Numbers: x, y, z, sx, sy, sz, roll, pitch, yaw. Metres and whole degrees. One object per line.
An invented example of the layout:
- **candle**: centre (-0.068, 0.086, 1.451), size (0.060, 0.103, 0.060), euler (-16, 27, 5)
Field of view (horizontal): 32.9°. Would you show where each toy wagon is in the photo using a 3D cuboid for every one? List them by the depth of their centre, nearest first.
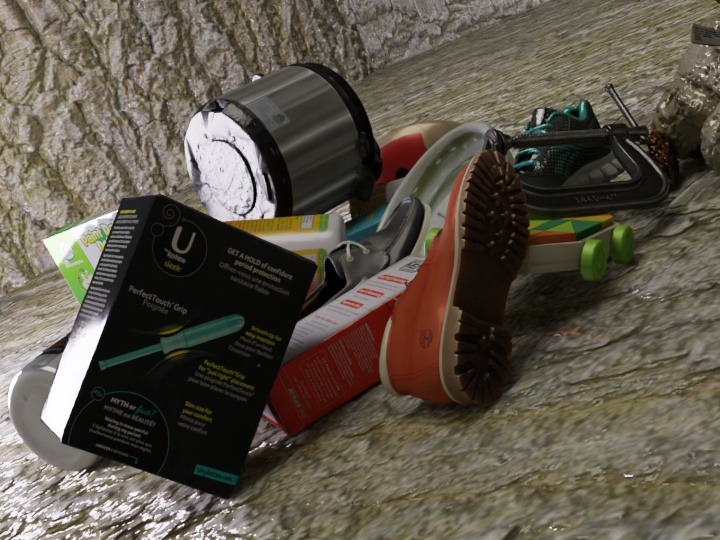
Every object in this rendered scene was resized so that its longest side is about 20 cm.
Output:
- **toy wagon**: centre (0.154, -0.029, 1.046), size (0.153, 0.040, 0.199), euler (6, 15, 31)

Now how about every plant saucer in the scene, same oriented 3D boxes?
- **plant saucer**: centre (0.086, -0.053, 1.231), size (0.200, 0.050, 0.201), euler (-45, 26, 29)

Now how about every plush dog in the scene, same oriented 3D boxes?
- **plush dog**: centre (0.340, -0.167, 1.159), size (0.199, 0.161, 0.172), euler (-32, -13, -30)

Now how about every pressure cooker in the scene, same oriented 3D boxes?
- **pressure cooker**: centre (-0.078, -0.140, 1.397), size (0.199, 0.178, 0.177), euler (-32, 17, -36)

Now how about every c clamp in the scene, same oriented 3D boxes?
- **c clamp**: centre (0.189, -0.103, 1.099), size (0.197, 0.027, 0.172), euler (-10, 46, -24)

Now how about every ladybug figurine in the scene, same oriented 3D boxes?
- **ladybug figurine**: centre (0.064, -0.108, 1.508), size (0.199, 0.135, 0.073), euler (-31, 39, 32)

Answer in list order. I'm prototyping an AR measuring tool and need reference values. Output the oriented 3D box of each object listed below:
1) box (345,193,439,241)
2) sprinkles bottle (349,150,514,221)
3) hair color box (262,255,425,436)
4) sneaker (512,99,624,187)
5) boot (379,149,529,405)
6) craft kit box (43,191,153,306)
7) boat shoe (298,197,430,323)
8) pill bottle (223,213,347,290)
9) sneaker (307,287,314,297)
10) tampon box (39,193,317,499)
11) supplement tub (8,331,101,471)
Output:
- **box**: centre (0.065, -0.058, 1.357), size (0.198, 0.050, 0.082), euler (-24, 13, 20)
- **sprinkles bottle**: centre (0.087, -0.086, 1.425), size (0.197, 0.069, 0.068), euler (-16, 15, 20)
- **hair color box**: centre (-0.006, 0.063, 1.082), size (0.199, 0.062, 0.101), euler (-31, 14, -16)
- **sneaker**: centre (0.175, -0.109, 1.167), size (0.077, 0.092, 0.199), euler (-16, 7, 42)
- **boot**: centre (0.066, 0.005, 0.935), size (0.107, 0.075, 0.203), euler (-12, 59, 50)
- **craft kit box**: centre (-0.282, 0.018, 1.515), size (0.198, 0.200, 0.048), euler (-16, 15, 43)
- **boat shoe**: centre (0.000, 0.000, 1.173), size (0.201, 0.068, 0.072), euler (-53, 18, -20)
- **pill bottle**: centre (-0.112, 0.002, 1.290), size (0.197, 0.113, 0.111), euler (-4, 15, 4)
- **sneaker**: centre (-0.117, 0.066, 1.238), size (0.198, 0.088, 0.074), euler (-23, 12, 19)
- **tampon box**: centre (-0.151, 0.058, 0.992), size (0.126, 0.148, 0.203), euler (5, 73, 67)
- **supplement tub**: centre (-0.266, 0.110, 1.287), size (0.121, 0.124, 0.200), euler (-18, 16, 34)
